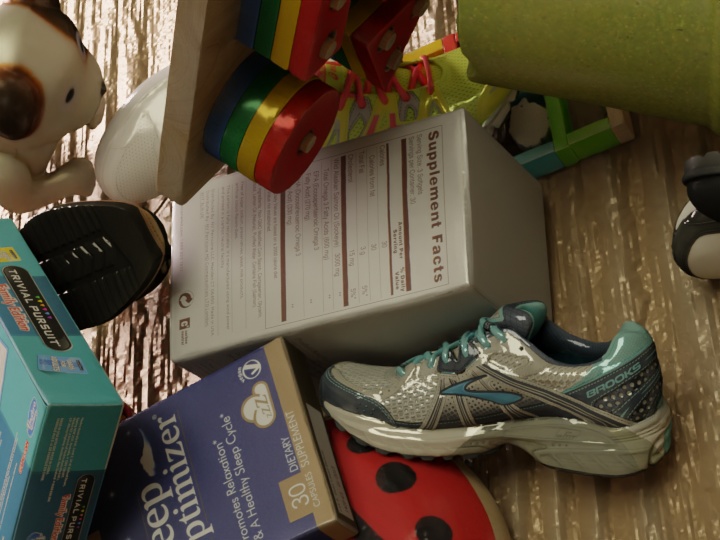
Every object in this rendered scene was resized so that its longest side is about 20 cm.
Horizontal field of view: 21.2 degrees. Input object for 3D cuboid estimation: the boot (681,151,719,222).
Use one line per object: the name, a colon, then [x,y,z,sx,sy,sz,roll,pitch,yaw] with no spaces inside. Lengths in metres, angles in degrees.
boot: [0.231,0.044,0.975,0.165,0.066,0.200,6,86,29]

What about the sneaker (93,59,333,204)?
sneaker: [-0.089,-0.100,1.301,0.200,0.074,0.116,-40,35,3]

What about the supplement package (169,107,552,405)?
supplement package: [0.000,0.000,1.149,0.200,0.117,0.117,-14,62,24]

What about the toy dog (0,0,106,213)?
toy dog: [-0.262,-0.123,1.344,0.200,0.194,0.140,-22,39,43]

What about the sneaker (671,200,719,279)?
sneaker: [0.262,-0.019,1.034,0.200,0.074,0.080,-11,57,27]

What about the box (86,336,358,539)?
box: [-0.107,0.135,1.088,0.200,0.032,0.121,-29,57,16]

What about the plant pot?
plant pot: [0.153,-0.167,1.080,0.184,0.200,0.201,5,61,12]

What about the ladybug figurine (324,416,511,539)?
ladybug figurine: [0.002,0.148,1.088,0.200,0.072,0.136,29,78,41]

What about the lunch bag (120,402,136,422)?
lunch bag: [-0.214,0.158,1.210,0.200,0.082,0.176,-13,56,22]

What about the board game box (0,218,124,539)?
board game box: [-0.207,0.083,1.116,0.200,0.047,0.151,50,130,47]

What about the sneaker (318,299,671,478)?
sneaker: [0.074,0.055,1.070,0.200,0.086,0.078,3,21,16]

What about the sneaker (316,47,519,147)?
sneaker: [0.008,-0.100,1.201,0.200,0.090,0.078,-28,35,14]

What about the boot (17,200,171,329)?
boot: [-0.151,-0.011,1.216,0.200,0.138,0.078,-22,91,46]

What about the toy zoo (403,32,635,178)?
toy zoo: [0.071,-0.101,1.244,0.200,0.020,0.131,-21,51,19]

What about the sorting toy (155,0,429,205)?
sorting toy: [-0.020,-0.145,1.072,0.070,0.199,0.200,32,54,13]
